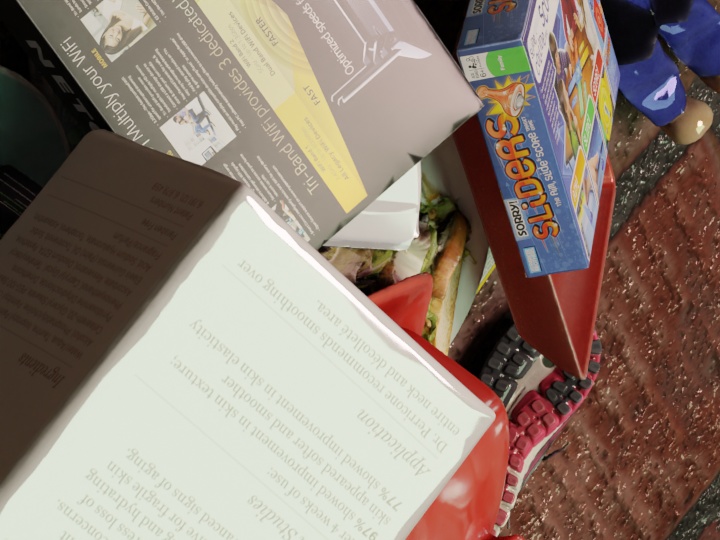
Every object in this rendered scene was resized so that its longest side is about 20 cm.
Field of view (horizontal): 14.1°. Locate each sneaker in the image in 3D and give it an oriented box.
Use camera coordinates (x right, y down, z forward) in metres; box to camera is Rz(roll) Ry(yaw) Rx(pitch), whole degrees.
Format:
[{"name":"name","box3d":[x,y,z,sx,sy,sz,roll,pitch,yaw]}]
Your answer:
[{"name":"sneaker","box3d":[0.079,0.113,1.778,0.200,0.081,0.075,-47,170,-4]}]

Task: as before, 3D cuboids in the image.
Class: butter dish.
[{"name":"butter dish","box3d":[0.015,0.125,1.447,0.200,0.148,0.200,-24,135,-61]}]

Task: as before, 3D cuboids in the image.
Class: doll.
[{"name":"doll","box3d":[0.165,-0.160,1.705,0.136,0.048,0.200,-47,137,0]}]

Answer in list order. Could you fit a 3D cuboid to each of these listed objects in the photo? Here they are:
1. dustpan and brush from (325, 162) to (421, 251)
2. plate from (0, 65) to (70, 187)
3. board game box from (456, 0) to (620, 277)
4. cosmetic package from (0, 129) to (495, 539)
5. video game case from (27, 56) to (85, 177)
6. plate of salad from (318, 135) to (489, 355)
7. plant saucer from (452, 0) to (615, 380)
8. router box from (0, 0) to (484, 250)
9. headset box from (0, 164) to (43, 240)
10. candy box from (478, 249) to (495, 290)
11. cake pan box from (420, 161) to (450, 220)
[{"name":"dustpan and brush","box3d":[-0.031,-0.117,1.437,0.139,0.057,0.200,4,102,-16]},{"name":"plate","box3d":[-0.221,-0.012,1.379,0.200,0.026,0.200,-28,134,-34]},{"name":"board game box","box3d":[0.095,-0.107,1.499,0.200,0.034,0.136,-74,150,-56]},{"name":"cosmetic package","box3d":[-0.089,0.074,1.236,0.167,0.166,0.200,44,80,-28]},{"name":"video game case","box3d":[-0.085,-0.147,1.446,0.200,0.024,0.182,-33,137,-32]},{"name":"plate of salad","box3d":[0.000,0.000,1.527,0.200,0.048,0.200,-20,123,-34]},{"name":"plant saucer","box3d":[0.092,-0.072,1.593,0.200,0.037,0.200,-76,151,-54]},{"name":"router box","box3d":[-0.060,-0.107,1.359,0.157,0.052,0.200,-41,110,-15]},{"name":"headset box","box3d":[-0.220,0.067,1.337,0.200,0.093,0.174,-20,130,-39]},{"name":"candy box","box3d":[0.032,-0.004,1.676,0.200,0.026,0.102,-54,141,-6]},{"name":"cake pan box","box3d":[-0.034,0.039,1.585,0.200,0.052,0.184,-21,126,-32]}]
